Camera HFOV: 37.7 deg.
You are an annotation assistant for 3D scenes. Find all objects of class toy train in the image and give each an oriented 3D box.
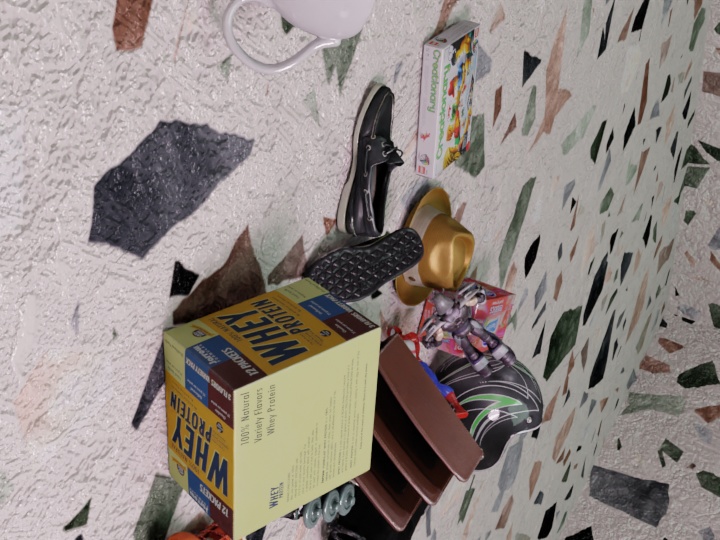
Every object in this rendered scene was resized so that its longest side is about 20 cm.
[{"bbox_3d":[-0.063,0.288,1.473,0.199,0.084,0.116,5,93,-65],"label":"toy train"}]

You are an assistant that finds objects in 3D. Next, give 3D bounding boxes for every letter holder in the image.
[{"bbox_3d":[0.046,0.210,1.359,0.100,0.201,0.142,-34,-176,32],"label":"letter holder"}]

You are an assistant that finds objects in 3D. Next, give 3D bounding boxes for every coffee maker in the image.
[{"bbox_3d":[0.042,0.374,1.663,0.193,0.133,0.202,90,23,-55],"label":"coffee maker"}]

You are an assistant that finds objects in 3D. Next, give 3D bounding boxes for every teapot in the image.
[{"bbox_3d":[-0.053,-0.321,1.009,0.198,0.144,0.203,118,-21,-52],"label":"teapot"}]

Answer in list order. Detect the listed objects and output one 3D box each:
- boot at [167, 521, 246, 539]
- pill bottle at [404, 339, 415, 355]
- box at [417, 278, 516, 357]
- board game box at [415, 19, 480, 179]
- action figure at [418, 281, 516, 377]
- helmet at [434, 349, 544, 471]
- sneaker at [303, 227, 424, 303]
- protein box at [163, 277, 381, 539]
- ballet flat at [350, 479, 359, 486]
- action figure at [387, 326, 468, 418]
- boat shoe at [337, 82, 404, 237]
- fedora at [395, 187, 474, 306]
[{"bbox_3d":[-0.186,0.337,1.264,0.201,0.074,0.108,83,31,-58],"label":"boot"},{"bbox_3d":[0.033,0.204,1.503,0.108,0.107,0.204,3,81,-64],"label":"pill bottle"},{"bbox_3d":[0.185,0.080,1.825,0.199,0.094,0.104,-4,112,-64],"label":"box"},{"bbox_3d":[0.128,-0.252,1.553,0.126,0.034,0.203,-41,141,-48],"label":"board game box"},{"bbox_3d":[0.160,0.091,1.648,0.129,0.070,0.200,-36,128,9],"label":"action figure"},{"bbox_3d":[0.217,0.232,1.857,0.192,0.200,0.199,-52,160,16],"label":"helmet"},{"bbox_3d":[0.000,0.000,1.413,0.198,0.082,0.073,-19,91,-35],"label":"sneaker"},{"bbox_3d":[-0.098,0.148,1.172,0.198,0.134,0.202,-21,127,-37],"label":"protein box"},{"bbox_3d":[-0.019,0.232,1.411,0.201,0.073,0.073,49,52,-12],"label":"ballet flat"},{"bbox_3d":[0.072,0.163,1.587,0.097,0.201,0.066,-12,138,-23],"label":"action figure"},{"bbox_3d":[0.024,-0.139,1.376,0.074,0.065,0.203,4,102,-64],"label":"boat shoe"},{"bbox_3d":[0.125,-0.028,1.640,0.201,0.081,0.203,-44,143,-46],"label":"fedora"}]
